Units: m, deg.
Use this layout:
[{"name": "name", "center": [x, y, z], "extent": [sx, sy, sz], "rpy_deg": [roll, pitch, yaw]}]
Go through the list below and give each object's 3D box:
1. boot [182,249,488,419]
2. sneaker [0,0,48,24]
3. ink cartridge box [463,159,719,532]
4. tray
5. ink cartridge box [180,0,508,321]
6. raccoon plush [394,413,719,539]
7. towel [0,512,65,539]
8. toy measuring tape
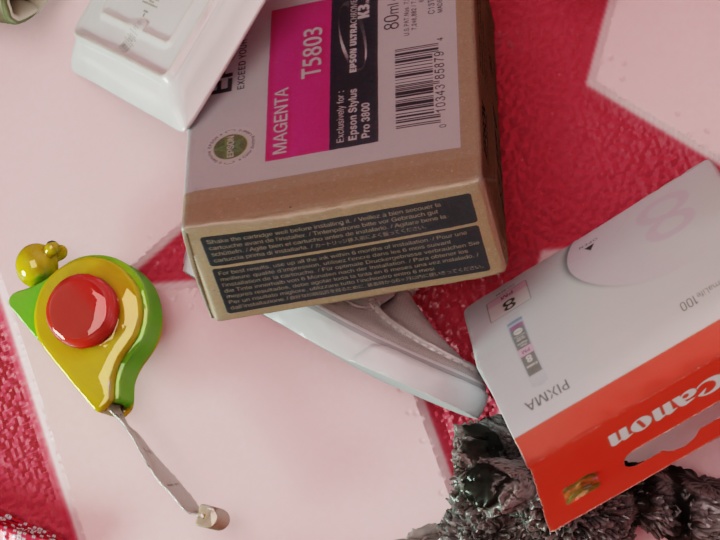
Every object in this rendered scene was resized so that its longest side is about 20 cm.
[{"name": "boot", "center": [0.000, 0.000, 1.506], "extent": [0.199, 0.074, 0.096], "rpy_deg": [28, 87, 22]}, {"name": "sneaker", "center": [-0.227, -0.178, 1.597], "extent": [0.199, 0.067, 0.090], "rpy_deg": [-28, 57, 6]}, {"name": "ink cartridge box", "center": [0.141, 0.034, 1.408], "extent": [0.162, 0.200, 0.057], "rpy_deg": [-31, 108, 8]}, {"name": "tray", "center": [-0.111, -0.145, 1.523], "extent": [0.108, 0.022, 0.200], "rpy_deg": [-60, 27, 0]}, {"name": "ink cartridge box", "center": [-0.008, -0.079, 1.472], "extent": [0.164, 0.075, 0.201], "rpy_deg": [-9, 45, 8]}, {"name": "raccoon plush", "center": [0.104, 0.165, 1.447], "extent": [0.199, 0.097, 0.135], "rpy_deg": [16, 107, 7]}, {"name": "towel", "center": [-0.279, 0.190, 1.580], "extent": [0.199, 0.022, 0.145], "rpy_deg": [18, 86, 18]}, {"name": "toy measuring tape", "center": [-0.123, 0.053, 1.537], "extent": [0.074, 0.074, 0.200], "rpy_deg": [-43, 72, 4]}]
